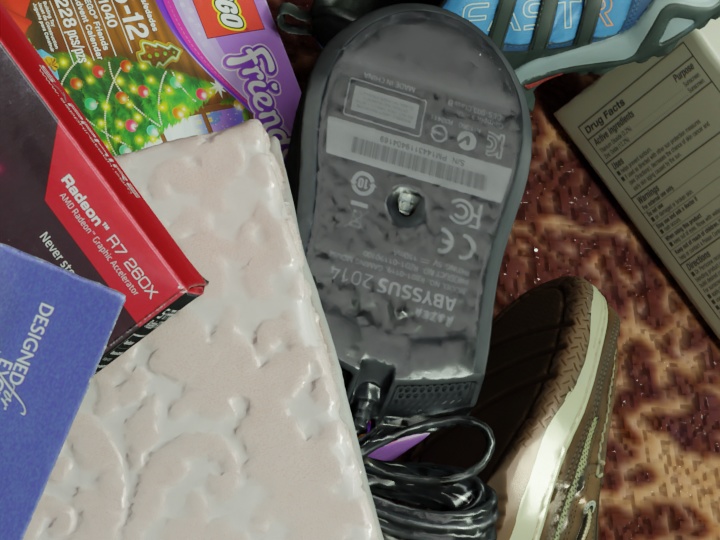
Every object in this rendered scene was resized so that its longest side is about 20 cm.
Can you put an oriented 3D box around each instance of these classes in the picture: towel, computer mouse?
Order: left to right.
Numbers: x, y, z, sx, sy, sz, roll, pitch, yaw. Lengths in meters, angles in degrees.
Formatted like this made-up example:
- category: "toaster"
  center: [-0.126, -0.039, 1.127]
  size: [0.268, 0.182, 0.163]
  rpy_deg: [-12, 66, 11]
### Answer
- category: "towel"
  center: [-0.094, 0.067, 0.934]
  size: [0.190, 0.032, 0.201]
  rpy_deg: [-17, 73, 8]
- category: "computer mouse"
  center: [0.000, 0.000, 1.014]
  size: [0.138, 0.053, 0.201]
  rpy_deg: [20, 69, -10]

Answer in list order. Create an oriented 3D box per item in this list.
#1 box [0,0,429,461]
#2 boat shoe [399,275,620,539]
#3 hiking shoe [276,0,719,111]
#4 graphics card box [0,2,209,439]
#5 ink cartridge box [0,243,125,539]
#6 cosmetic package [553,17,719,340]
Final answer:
- category: "box"
  center: [-0.072, -0.011, 1.033]
  size: [0.136, 0.039, 0.201]
  rpy_deg: [-13, 75, -32]
- category: "boat shoe"
  center: [0.057, 0.098, 1.042]
  size: [0.075, 0.075, 0.203]
  rpy_deg: [43, 56, -28]
- category: "hiking shoe"
  center: [0.073, -0.117, 1.060]
  size: [0.087, 0.200, 0.074]
  rpy_deg: [49, 11, -39]
- category: "graphics card box"
  center: [-0.165, 0.016, 0.906]
  size: [0.200, 0.051, 0.126]
  rpy_deg: [-36, 88, 3]
- category: "ink cartridge box"
  center: [-0.201, 0.058, 0.855]
  size: [0.199, 0.047, 0.198]
  rpy_deg: [23, 94, -3]
- category: "cosmetic package"
  center: [0.180, -0.017, 1.129]
  size: [0.073, 0.104, 0.200]
  rpy_deg: [-33, 87, -35]
